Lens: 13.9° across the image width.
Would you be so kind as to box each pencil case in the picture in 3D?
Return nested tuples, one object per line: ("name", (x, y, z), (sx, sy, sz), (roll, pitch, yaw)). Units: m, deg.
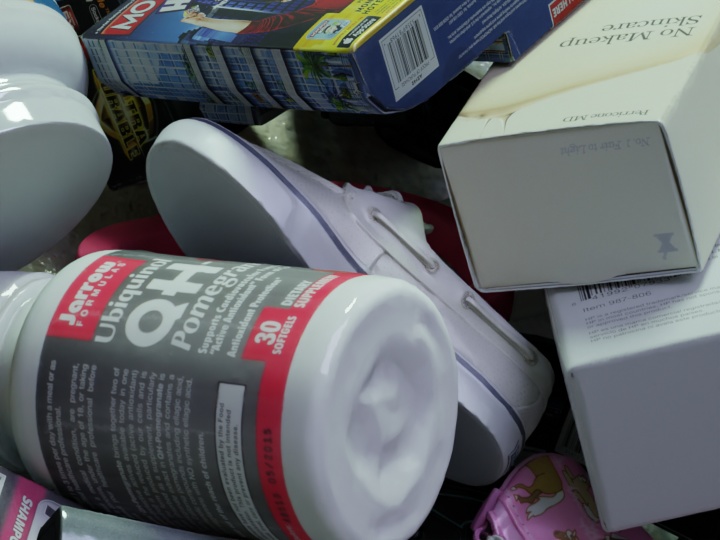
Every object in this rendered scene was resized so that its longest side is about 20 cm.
("pencil case", (0.123, 0.164, 1.208), (0.086, 0.083, 0.200), (-28, 57, -30))

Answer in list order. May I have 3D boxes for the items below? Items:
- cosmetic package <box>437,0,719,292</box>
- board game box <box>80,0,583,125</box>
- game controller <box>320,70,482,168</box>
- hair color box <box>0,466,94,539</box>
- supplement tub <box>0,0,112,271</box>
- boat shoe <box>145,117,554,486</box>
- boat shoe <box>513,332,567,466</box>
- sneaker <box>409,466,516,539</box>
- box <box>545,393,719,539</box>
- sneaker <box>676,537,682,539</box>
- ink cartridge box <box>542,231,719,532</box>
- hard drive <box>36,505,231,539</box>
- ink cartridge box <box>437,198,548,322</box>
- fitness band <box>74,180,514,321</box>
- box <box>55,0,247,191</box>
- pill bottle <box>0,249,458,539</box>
("cosmetic package", (0.116, -0.073, 1.272), (0.200, 0.103, 0.073), (-57, 135, -55))
("board game box", (-0.018, -0.122, 1.297), (0.200, 0.199, 0.062), (-42, 125, -40))
("game controller", (0.034, -0.079, 1.422), (0.104, 0.042, 0.200), (21, -2, -16))
("hair color box", (-0.092, 0.162, 1.170), (0.199, 0.061, 0.100), (28, 42, -13))
("supplement tub", (-0.205, -0.101, 1.268), (0.144, 0.145, 0.200), (-11, 60, -42))
("boat shoe", (0.000, 0.000, 1.235), (0.200, 0.071, 0.070), (40, 54, -1))
("boat shoe", (0.050, 0.050, 1.377), (0.199, 0.066, 0.070), (16, 45, -25))
("sneaker", (0.028, 0.106, 1.303), (0.199, 0.075, 0.079), (26, 43, -13))
("box", (0.202, 0.097, 1.328), (0.141, 0.079, 0.200), (19, 3, -40))
("sneaker", (0.138, 0.184, 1.315), (0.199, 0.076, 0.114), (-6, 54, -45))
("ink cartridge box", (0.153, 0.013, 1.260), (0.144, 0.085, 0.200), (-13, 26, 3))
("hard drive", (-0.029, 0.176, 1.128), (0.199, 0.033, 0.140), (14, 56, -22))
("ink cartridge box", (0.119, -0.024, 1.452), (0.200, 0.116, 0.068), (-19, 94, -45))
("fitness band", (-0.030, 0.004, 1.327), (0.199, 0.038, 0.144), (0, 26, -14))
("box", (-0.105, -0.153, 1.378), (0.201, 0.046, 0.159), (68, 25, -9))
("pill bottle", (-0.070, 0.049, 1.189), (0.199, 0.111, 0.111), (5, 26, 32))
